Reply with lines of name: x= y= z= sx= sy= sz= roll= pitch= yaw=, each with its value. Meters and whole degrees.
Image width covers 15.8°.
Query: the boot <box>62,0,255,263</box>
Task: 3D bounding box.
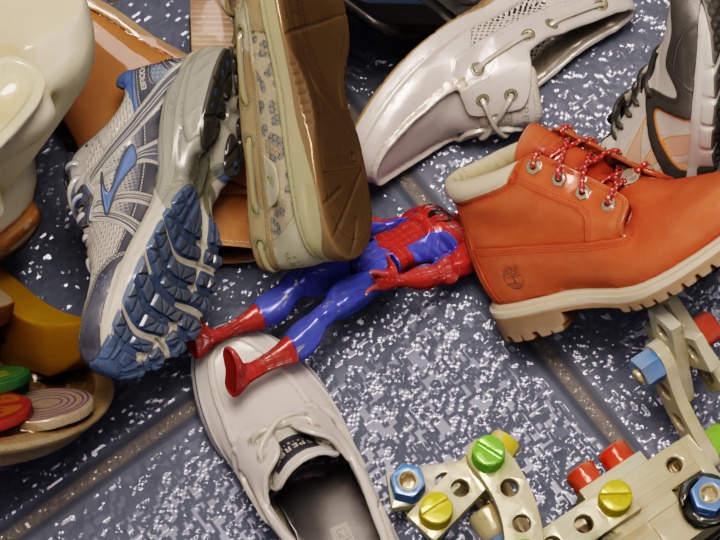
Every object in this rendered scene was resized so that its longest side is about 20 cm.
boot: x=-0.144 y=-0.076 z=1.476 sx=0.199 sy=0.074 sz=0.155 roll=-3 pitch=74 yaw=7

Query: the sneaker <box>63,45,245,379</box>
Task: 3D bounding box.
sneaker: x=-0.120 y=-0.029 z=1.391 sx=0.085 sy=0.077 sz=0.201 roll=1 pitch=56 yaw=25

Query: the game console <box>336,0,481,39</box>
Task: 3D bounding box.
game console: x=-0.001 y=-0.227 z=1.504 sx=0.200 sy=0.116 sz=0.176 roll=39 pitch=75 yaw=15

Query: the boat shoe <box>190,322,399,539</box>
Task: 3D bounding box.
boat shoe: x=-0.033 y=0.107 z=1.398 sx=0.072 sy=0.066 sz=0.201 roll=-24 pitch=69 yaw=-7

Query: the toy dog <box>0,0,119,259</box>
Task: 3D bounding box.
toy dog: x=-0.218 y=-0.084 z=1.361 sx=0.139 sy=0.200 sz=0.194 roll=39 pitch=57 yaw=9

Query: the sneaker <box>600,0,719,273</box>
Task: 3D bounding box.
sneaker: x=0.165 y=-0.081 z=1.400 sx=0.080 sy=0.201 sz=0.074 roll=17 pitch=47 yaw=18

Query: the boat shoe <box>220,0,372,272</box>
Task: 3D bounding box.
boat shoe: x=-0.045 y=-0.100 z=1.387 sx=0.062 sy=0.073 sz=0.201 roll=-12 pitch=82 yaw=30

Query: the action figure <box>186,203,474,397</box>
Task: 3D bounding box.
action figure: x=0.000 y=0.000 z=1.430 sx=0.200 sy=0.052 sz=0.065 roll=-26 pitch=43 yaw=-26

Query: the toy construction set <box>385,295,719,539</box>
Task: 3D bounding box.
toy construction set: x=0.123 y=0.106 z=1.385 sx=0.200 sy=0.092 sz=0.131 roll=-37 pitch=71 yaw=0

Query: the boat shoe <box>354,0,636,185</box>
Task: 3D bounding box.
boat shoe: x=0.076 y=-0.109 z=1.477 sx=0.200 sy=0.071 sz=0.069 roll=-42 pitch=73 yaw=-14

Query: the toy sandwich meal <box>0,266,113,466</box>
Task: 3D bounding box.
toy sandwich meal: x=-0.226 y=0.037 z=1.385 sx=0.204 sy=0.205 sz=0.071 roll=10 pitch=111 yaw=6

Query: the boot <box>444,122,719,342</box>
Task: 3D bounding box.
boot: x=0.130 y=-0.034 z=1.373 sx=0.075 sy=0.200 sz=0.108 roll=-37 pitch=104 yaw=-48
